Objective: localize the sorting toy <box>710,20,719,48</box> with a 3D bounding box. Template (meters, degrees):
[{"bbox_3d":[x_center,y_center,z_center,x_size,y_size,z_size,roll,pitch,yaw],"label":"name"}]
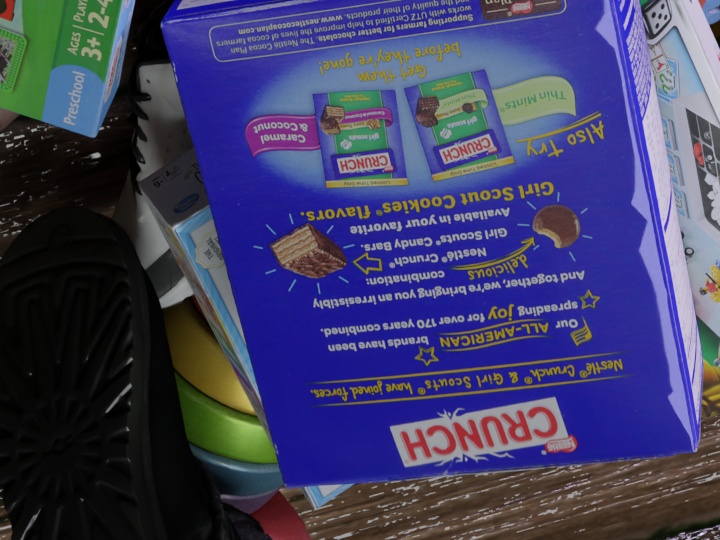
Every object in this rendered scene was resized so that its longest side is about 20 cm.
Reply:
[{"bbox_3d":[0.177,-0.044,1.305,0.198,0.070,0.200,-35,141,18],"label":"sorting toy"}]

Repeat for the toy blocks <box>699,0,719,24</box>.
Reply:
[{"bbox_3d":[0.105,-0.141,1.139,0.136,0.100,0.201,-24,139,-16],"label":"toy blocks"}]

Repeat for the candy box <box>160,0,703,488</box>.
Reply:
[{"bbox_3d":[0.032,-0.025,1.034,0.168,0.077,0.201,-6,114,15],"label":"candy box"}]

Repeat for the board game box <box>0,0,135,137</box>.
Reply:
[{"bbox_3d":[-0.172,-0.138,0.967,0.199,0.037,0.152,18,137,0],"label":"board game box"}]

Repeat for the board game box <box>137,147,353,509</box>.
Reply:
[{"bbox_3d":[0.000,0.000,1.171,0.134,0.034,0.200,-33,138,-9],"label":"board game box"}]

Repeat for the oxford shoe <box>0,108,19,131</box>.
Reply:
[{"bbox_3d":[-0.174,-0.054,1.116,0.199,0.073,0.071,-33,142,15],"label":"oxford shoe"}]

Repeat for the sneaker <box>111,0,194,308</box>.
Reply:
[{"bbox_3d":[-0.073,-0.068,1.160,0.080,0.074,0.201,11,125,-31],"label":"sneaker"}]

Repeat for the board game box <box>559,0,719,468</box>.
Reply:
[{"bbox_3d":[0.097,-0.029,1.084,0.126,0.035,0.201,-21,111,18],"label":"board game box"}]

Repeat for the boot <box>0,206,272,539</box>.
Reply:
[{"bbox_3d":[-0.089,0.088,1.184,0.079,0.213,0.158,-13,164,23],"label":"boot"}]

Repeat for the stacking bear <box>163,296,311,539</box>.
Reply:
[{"bbox_3d":[-0.049,0.032,1.265,0.113,0.122,0.201,4,130,-34],"label":"stacking bear"}]
